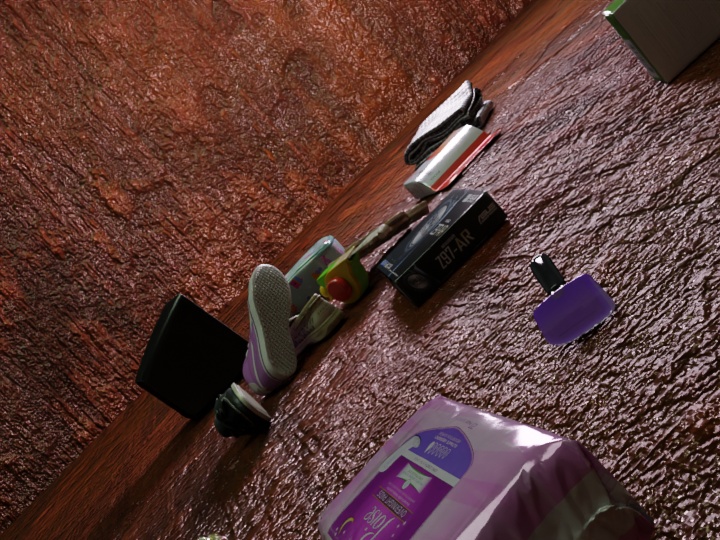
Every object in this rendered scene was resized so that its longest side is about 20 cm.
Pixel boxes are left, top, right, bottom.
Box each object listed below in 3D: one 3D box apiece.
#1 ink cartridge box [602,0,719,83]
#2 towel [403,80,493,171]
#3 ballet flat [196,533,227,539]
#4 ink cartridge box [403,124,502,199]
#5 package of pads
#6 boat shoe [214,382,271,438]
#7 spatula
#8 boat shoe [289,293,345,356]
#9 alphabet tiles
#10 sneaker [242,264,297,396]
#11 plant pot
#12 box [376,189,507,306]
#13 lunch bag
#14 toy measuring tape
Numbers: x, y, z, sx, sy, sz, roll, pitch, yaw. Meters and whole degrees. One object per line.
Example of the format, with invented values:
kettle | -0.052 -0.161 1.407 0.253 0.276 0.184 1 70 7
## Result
ink cartridge box | 0.383 -0.319 1.013 0.199 0.104 0.059 -42 9 14
towel | 0.192 -0.317 2.010 0.199 0.086 0.166 -39 10 32
ballet flat | -0.211 0.323 0.873 0.200 0.064 0.075 -47 8 -23
ink cartridge box | 0.172 -0.215 1.727 0.162 0.050 0.200 -46 5 -11
package of pads | 0.051 0.137 0.469 0.120 0.076 0.200 -44 8 -11
boat shoe | -0.174 0.202 1.262 0.066 0.075 0.199 -47 8 -11
spatula | 0.159 0.015 0.735 0.056 0.021 0.200 -37 8 9
boat shoe | -0.094 0.088 1.464 0.199 0.063 0.074 -35 12 51
alphabet tiles | 0.033 -0.054 1.536 0.198 0.015 0.196 -34 -5 2
sneaker | -0.159 0.098 1.430 0.114 0.071 0.204 -46 42 47
plant pot | -0.346 0.185 1.816 0.179 0.199 0.199 -57 13 -18
box | 0.101 -0.035 1.193 0.160 0.044 0.200 -45 8 1
lunch bag | -0.111 0.019 1.842 0.200 0.077 0.161 -43 8 6
toy measuring tape | 0.000 0.000 1.424 0.199 0.074 0.074 -37 10 45
